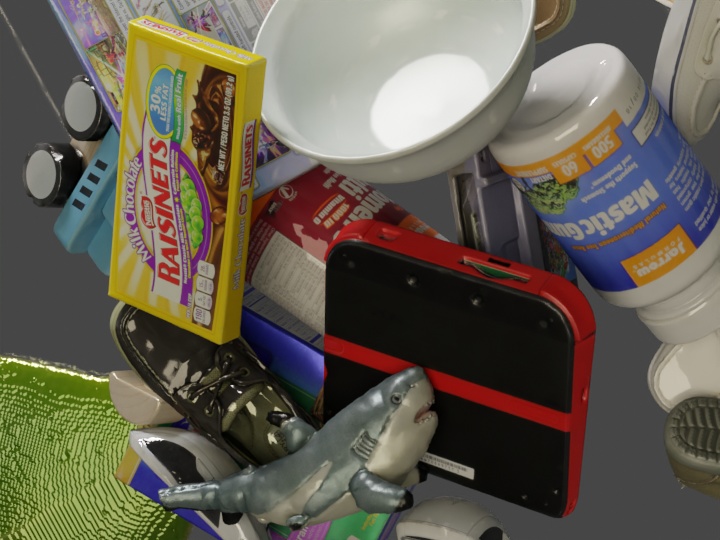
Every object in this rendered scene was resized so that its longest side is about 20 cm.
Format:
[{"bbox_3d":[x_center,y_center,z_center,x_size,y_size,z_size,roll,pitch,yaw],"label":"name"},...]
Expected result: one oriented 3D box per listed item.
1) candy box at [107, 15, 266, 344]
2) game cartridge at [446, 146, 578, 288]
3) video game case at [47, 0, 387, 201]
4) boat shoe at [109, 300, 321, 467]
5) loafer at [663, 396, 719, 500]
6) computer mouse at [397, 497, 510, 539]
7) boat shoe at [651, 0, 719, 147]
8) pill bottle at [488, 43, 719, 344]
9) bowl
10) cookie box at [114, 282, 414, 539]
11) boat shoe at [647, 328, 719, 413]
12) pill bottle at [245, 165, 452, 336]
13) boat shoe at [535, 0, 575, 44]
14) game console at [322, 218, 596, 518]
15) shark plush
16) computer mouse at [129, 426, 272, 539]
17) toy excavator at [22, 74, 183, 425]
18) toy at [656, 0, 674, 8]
[{"bbox_3d":[-0.116,-0.058,1.449,0.102,0.026,0.201,23,119,31],"label":"candy box"},{"bbox_3d":[0.112,-0.007,1.540,0.038,0.129,0.201,-5,99,33],"label":"game cartridge"},{"bbox_3d":[-0.095,-0.149,1.515,0.181,0.045,0.201,-28,91,-7],"label":"video game case"},{"bbox_3d":[-0.088,0.087,1.534,0.201,0.066,0.072,45,83,-15],"label":"boat shoe"},{"bbox_3d":[0.309,0.140,1.551,0.199,0.070,0.075,15,59,4],"label":"loafer"},{"bbox_3d":[0.082,0.199,1.557,0.109,0.200,0.044,12,70,20],"label":"computer mouse"},{"bbox_3d":[0.249,-0.159,1.477,0.070,0.071,0.201,29,130,25],"label":"boat shoe"},{"bbox_3d":[0.183,-0.046,1.497,0.112,0.112,0.200,-31,115,17],"label":"pill bottle"},{"bbox_3d":[0.034,-0.129,1.442,0.200,0.090,0.202,-13,52,17],"label":"bowl"},{"bbox_3d":[-0.056,0.124,1.633,0.199,0.075,0.172,29,106,9],"label":"cookie box"},{"bbox_3d":[0.282,0.039,1.532,0.200,0.069,0.071,-37,91,18],"label":"boat shoe"},{"bbox_3d":[0.000,0.000,1.580,0.200,0.110,0.110,34,106,7],"label":"pill bottle"},{"bbox_3d":[0.052,-0.181,1.558,0.199,0.066,0.074,-6,98,16],"label":"boat shoe"},{"bbox_3d":[0.062,0.065,1.488,0.199,0.031,0.178,18,125,26],"label":"game console"},{"bbox_3d":[-0.038,0.129,1.504,0.199,0.091,0.084,-15,96,23],"label":"shark plush"},{"bbox_3d":[-0.085,0.171,1.567,0.200,0.110,0.044,43,90,13],"label":"computer mouse"},{"bbox_3d":[-0.158,-0.016,1.584,0.200,0.100,0.195,52,123,31],"label":"toy excavator"},{"bbox_3d":[0.304,-0.195,1.500,0.199,0.047,0.115,28,107,9],"label":"toy"}]
